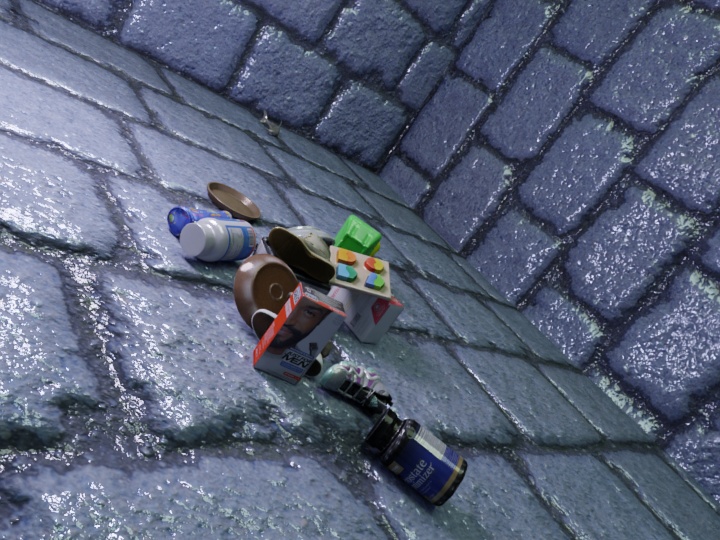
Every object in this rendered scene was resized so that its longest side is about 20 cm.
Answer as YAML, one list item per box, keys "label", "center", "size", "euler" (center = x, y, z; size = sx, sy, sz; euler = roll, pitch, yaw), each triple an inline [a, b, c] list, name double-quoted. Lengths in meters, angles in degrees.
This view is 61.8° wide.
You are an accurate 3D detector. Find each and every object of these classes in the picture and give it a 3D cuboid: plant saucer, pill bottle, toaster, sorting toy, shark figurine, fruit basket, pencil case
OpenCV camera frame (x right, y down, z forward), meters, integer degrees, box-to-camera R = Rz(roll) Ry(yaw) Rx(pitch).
- label: "plant saucer"
  center: [-0.208, 0.054, 1.426]
  size: [0.200, 0.037, 0.201]
  euler: [17, 67, -43]
- label: "pill bottle"
  center: [0.112, 0.382, 1.249]
  size: [0.200, 0.112, 0.112]
  euler: [37, 17, 6]
- label: "toaster"
  center: [-0.202, 0.011, 1.616]
  size: [0.200, 0.119, 0.181]
  euler: [22, 21, -38]
- label: "plant saucer"
  center: [-0.178, -0.102, 1.870]
  size: [0.200, 0.199, 0.050]
  euler: [10, 74, -55]
- label: "plant saucer"
  center: [-0.420, -0.223, 1.980]
  size: [0.200, 0.030, 0.200]
  euler: [32, 17, -11]
- label: "sorting toy"
  center: [0.000, 0.000, 1.707]
  size: [0.184, 0.037, 0.200]
  euler: [16, 32, -12]
- label: "shark figurine"
  center: [-0.476, -0.810, 3.346]
  size: [0.128, 0.090, 0.215]
  euler: [23, 23, -39]
- label: "fruit basket"
  center: [-0.015, -0.086, 2.095]
  size: [0.155, 0.216, 0.216]
  euler: [34, 17, -3]
- label: "pill bottle"
  center: [-0.368, -0.079, 1.552]
  size: [0.112, 0.112, 0.200]
  euler: [41, 18, 19]
- label: "pencil case"
  center: [-0.426, -0.129, 1.623]
  size: [0.086, 0.078, 0.200]
  euler: [11, 6, 25]

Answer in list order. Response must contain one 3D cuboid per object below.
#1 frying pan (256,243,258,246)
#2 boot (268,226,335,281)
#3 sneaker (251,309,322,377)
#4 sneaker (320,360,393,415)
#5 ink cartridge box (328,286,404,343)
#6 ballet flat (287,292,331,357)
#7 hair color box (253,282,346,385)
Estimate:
- label: "frying pan"
  center: [-0.285, -0.058, 1.807]
  size: [0.190, 0.031, 0.115]
  euler: [43, 17, 14]
- label: "boot"
  center: [-0.155, -0.065, 1.587]
  size: [0.200, 0.072, 0.155]
  euler: [35, 17, -19]
- label: "sneaker"
  center: [-0.167, 0.161, 1.383]
  size: [0.200, 0.073, 0.085]
  euler: [45, 13, -8]
- label: "sneaker"
  center: [0.009, 0.281, 1.375]
  size: [0.200, 0.078, 0.140]
  euler: [14, 26, -50]
- label: "ink cartridge box"
  center: [0.009, 0.093, 1.760]
  size: [0.083, 0.145, 0.200]
  euler: [12, 29, -52]
- label: "ballet flat"
  center: [-0.117, 0.127, 1.429]
  size: [0.067, 0.046, 0.201]
  euler: [32, -29, 58]
- label: "hair color box"
  center: [-0.132, 0.137, 1.277]
  size: [0.111, 0.200, 0.064]
  euler: [28, 18, -23]
